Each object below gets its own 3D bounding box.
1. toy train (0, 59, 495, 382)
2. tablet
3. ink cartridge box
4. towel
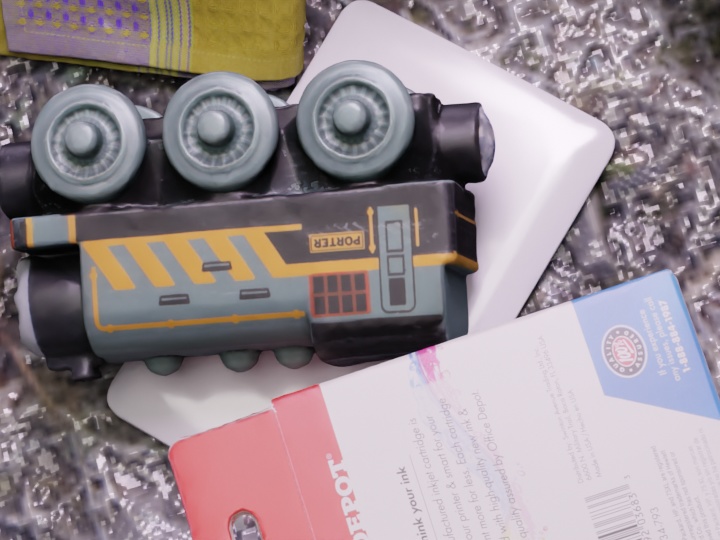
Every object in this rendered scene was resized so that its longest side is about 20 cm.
[{"bbox_3d":[-0.045,-0.017,1.008,0.200,0.085,0.114,-5,84,9],"label":"toy train"},{"bbox_3d":[0.000,0.000,1.041,0.130,0.014,0.200,29,83,16],"label":"tablet"},{"bbox_3d":[0.041,0.089,0.972,0.200,0.067,0.116,-18,75,1],"label":"ink cartridge box"},{"bbox_3d":[-0.090,-0.165,1.032,0.144,0.200,0.023,12,35,15],"label":"towel"}]
